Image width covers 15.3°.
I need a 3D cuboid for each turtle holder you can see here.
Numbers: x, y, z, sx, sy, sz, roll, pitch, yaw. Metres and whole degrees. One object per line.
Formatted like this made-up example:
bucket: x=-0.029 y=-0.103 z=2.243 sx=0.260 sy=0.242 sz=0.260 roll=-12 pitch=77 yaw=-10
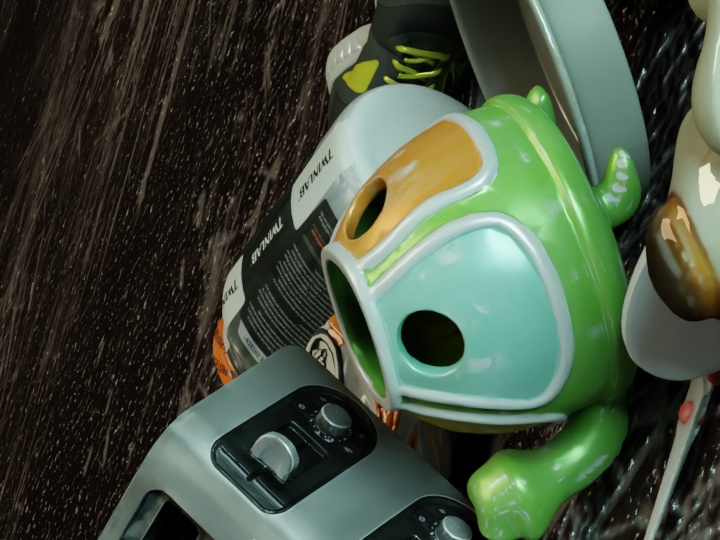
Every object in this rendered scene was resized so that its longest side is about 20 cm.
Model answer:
turtle holder: x=0.058 y=0.017 z=1.223 sx=0.141 sy=0.131 sz=0.186 roll=56 pitch=163 yaw=41

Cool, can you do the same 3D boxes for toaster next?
toaster: x=-0.038 y=0.168 z=1.304 sx=0.118 sy=0.181 sz=0.201 roll=-25 pitch=-27 yaw=-53

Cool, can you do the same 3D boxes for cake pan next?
cake pan: x=0.089 y=-0.107 z=1.312 sx=0.200 sy=0.036 sz=0.202 roll=157 pitch=90 yaw=-83

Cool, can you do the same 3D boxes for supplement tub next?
supplement tub: x=0.000 y=0.000 z=1.499 sx=0.200 sy=0.122 sz=0.123 roll=-51 pitch=25 yaw=43

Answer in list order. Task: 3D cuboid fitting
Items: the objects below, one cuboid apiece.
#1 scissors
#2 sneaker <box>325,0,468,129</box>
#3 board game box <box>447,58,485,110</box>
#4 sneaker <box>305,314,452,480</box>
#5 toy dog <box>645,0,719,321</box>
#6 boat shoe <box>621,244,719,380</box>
scissors: x=0.151 y=0.050 z=1.170 sx=0.073 sy=0.014 sz=0.201 roll=-24 pitch=47 yaw=64
sneaker: x=0.030 y=-0.112 z=1.546 sx=0.200 sy=0.074 sz=0.085 roll=128 pitch=150 yaw=-65
board game box: x=0.067 y=-0.124 z=1.590 sx=0.135 sy=0.028 sz=0.201 roll=-47 pitch=29 yaw=51
sneaker: x=0.021 y=0.124 z=1.407 sx=0.075 sy=0.092 sz=0.202 roll=-5 pitch=80 yaw=26
toy dog: x=0.193 y=-0.045 z=1.002 sx=0.200 sy=0.139 sz=0.195 roll=-37 pitch=73 yaw=57
boat shoe: x=0.175 y=-0.044 z=1.131 sx=0.201 sy=0.068 sz=0.057 roll=-58 pitch=12 yaw=16
